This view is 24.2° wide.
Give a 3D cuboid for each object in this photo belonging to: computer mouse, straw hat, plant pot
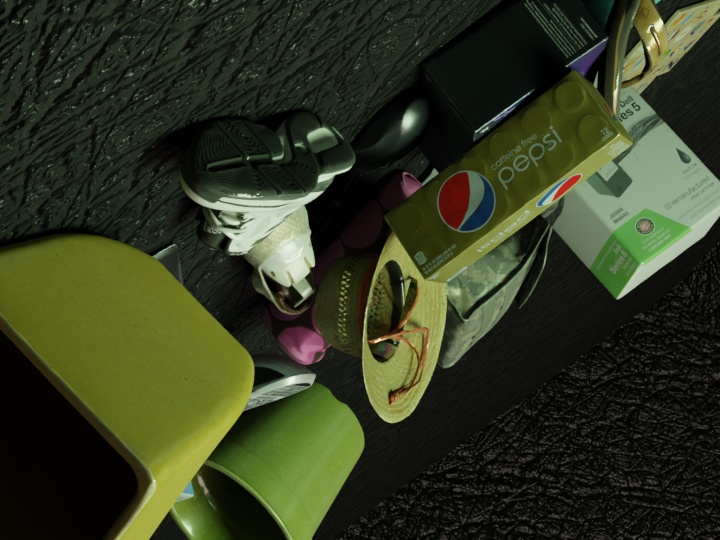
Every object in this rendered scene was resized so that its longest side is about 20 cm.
[{"bbox_3d":[-0.136,0.116,1.595,0.199,0.044,0.110,-21,167,16],"label":"computer mouse"},{"bbox_3d":[0.003,-0.079,1.439,0.058,0.034,0.200,-28,163,-45],"label":"computer mouse"},{"bbox_3d":[0.006,0.034,1.499,0.201,0.084,0.203,-38,134,-56],"label":"straw hat"},{"bbox_3d":[-0.185,0.093,1.131,0.196,0.194,0.200,-53,168,33],"label":"plant pot"},{"bbox_3d":[-0.096,0.228,1.924,0.190,0.200,0.200,-47,174,-36],"label":"plant pot"}]

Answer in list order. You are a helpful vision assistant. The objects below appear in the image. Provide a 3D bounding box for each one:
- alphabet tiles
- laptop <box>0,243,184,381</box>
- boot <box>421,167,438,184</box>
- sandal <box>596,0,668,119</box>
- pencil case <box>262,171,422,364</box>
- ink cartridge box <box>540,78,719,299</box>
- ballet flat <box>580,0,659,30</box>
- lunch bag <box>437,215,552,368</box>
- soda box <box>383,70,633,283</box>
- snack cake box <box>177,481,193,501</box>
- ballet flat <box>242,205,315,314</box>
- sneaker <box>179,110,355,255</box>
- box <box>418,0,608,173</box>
[{"bbox_3d":[0.334,-0.243,1.894,0.199,0.006,0.167,-24,160,-51],"label":"alphabet tiles"},{"bbox_3d":[-0.237,0.077,1.336,0.187,0.117,0.199,-32,-166,-30],"label":"laptop"},{"bbox_3d":[0.118,-0.100,1.646,0.200,0.074,0.095,-40,176,41],"label":"boot"},{"bbox_3d":[0.235,-0.210,1.402,0.082,0.054,0.202,-57,160,-80],"label":"sandal"},{"bbox_3d":[0.000,0.000,1.592,0.200,0.091,0.094,-41,180,15],"label":"pencil case"},{"bbox_3d":[0.262,-0.095,1.751,0.145,0.200,0.084,-33,164,-26],"label":"ink cartridge box"},{"bbox_3d":[0.251,-0.265,1.482,0.200,0.068,0.070,-39,-168,-6],"label":"ballet flat"},{"bbox_3d":[0.142,-0.007,1.909,0.200,0.118,0.164,-41,169,-20],"label":"lunch bag"},{"bbox_3d":[0.121,-0.074,1.373,0.199,0.068,0.064,-37,166,14],"label":"soda box"},{"bbox_3d":[-0.234,0.184,1.499,0.114,0.068,0.200,-18,168,6],"label":"snack cake box"},{"bbox_3d":[-0.061,-0.010,1.423,0.067,0.062,0.200,-38,167,-8],"label":"ballet flat"},{"bbox_3d":[-0.085,-0.046,1.198,0.115,0.076,0.200,-48,168,24],"label":"sneaker"},{"bbox_3d":[0.126,-0.150,1.445,0.141,0.079,0.200,-33,167,-7],"label":"box"}]
